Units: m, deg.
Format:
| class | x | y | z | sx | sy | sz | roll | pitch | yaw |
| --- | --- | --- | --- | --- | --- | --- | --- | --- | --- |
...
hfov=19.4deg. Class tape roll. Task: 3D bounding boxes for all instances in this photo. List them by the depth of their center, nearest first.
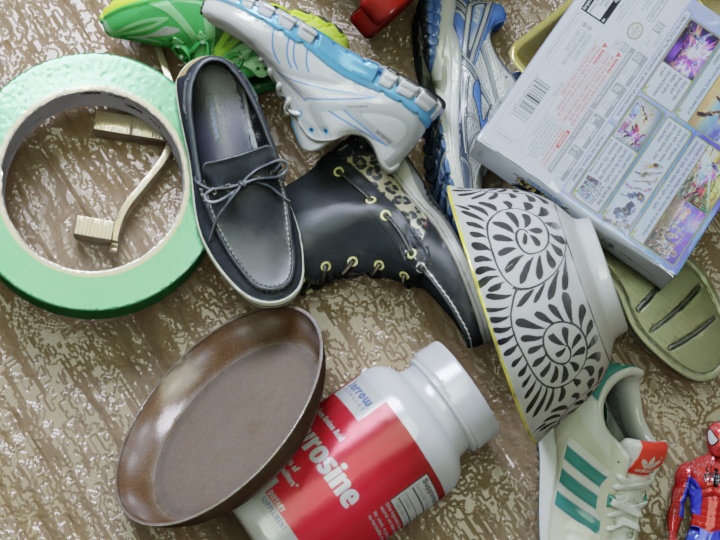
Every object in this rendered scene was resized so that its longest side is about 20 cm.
| class | x | y | z | sx | sy | sz | roll | pitch | yaw |
| --- | --- | --- | --- | --- | --- | --- | --- | --- | --- |
| tape roll | -0.206 | -0.064 | 1.619 | 0.199 | 0.048 | 0.202 | 1 | 81 | -6 |

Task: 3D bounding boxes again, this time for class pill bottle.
| class | x | y | z | sx | sy | sz | roll | pitch | yaw |
| --- | --- | --- | --- | --- | --- | --- | --- | --- | --- |
| pill bottle | 0.001 | 0.145 | 1.579 | 0.200 | 0.112 | 0.113 | -36 | 82 | -8 |

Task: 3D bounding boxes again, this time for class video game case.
| class | x | y | z | sx | sy | sz | roll | pitch | yaw |
| --- | --- | --- | --- | --- | --- | --- | --- | --- | --- |
| video game case | 0.211 | -0.118 | 1.604 | 0.181 | 0.045 | 0.200 | 35 | 73 | 5 |

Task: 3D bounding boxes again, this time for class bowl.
| class | x | y | z | sx | sy | sz | roll | pitch | yaw |
| --- | --- | --- | --- | --- | --- | --- | --- | --- | --- |
| bowl | 0.138 | 0.018 | 1.542 | 0.094 | 0.201 | 0.202 | -18 | 80 | 5 |

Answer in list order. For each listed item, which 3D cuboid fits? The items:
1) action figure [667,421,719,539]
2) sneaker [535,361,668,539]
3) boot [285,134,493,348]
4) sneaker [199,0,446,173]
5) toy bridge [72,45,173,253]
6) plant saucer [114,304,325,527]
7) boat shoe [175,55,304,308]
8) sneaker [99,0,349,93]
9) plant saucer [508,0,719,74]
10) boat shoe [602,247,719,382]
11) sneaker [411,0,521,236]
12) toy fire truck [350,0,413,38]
| class | x | y | z | sx | sy | sz | roll | pitch | yaw |
| --- | --- | --- | --- | --- | --- | --- | --- | --- | --- |
| action figure | 0.264 | 0.215 | 1.606 | 0.065 | 0.052 | 0.201 | 7 | 77 | 4 |
| sneaker | 0.186 | 0.164 | 1.580 | 0.070 | 0.093 | 0.201 | 8 | 73 | -40 |
| boot | 0.000 | 0.000 | 1.627 | 0.153 | 0.074 | 0.204 | -29 | 72 | -5 |
| sneaker | -0.040 | -0.139 | 1.590 | 0.199 | 0.075 | 0.087 | 30 | 96 | -1 |
| toy bridge | -0.178 | -0.111 | 1.668 | 0.067 | 0.027 | 0.201 | 9 | 79 | -1 |
| plant saucer | -0.098 | 0.113 | 1.563 | 0.200 | 0.200 | 0.032 | -50 | 119 | -9 |
| boat shoe | -0.092 | -0.069 | 1.577 | 0.074 | 0.062 | 0.201 | -15 | 84 | -11 |
| sneaker | -0.106 | -0.173 | 1.645 | 0.199 | 0.074 | 0.084 | 11 | 81 | -12 |
| plant saucer | 0.246 | -0.149 | 1.666 | 0.200 | 0.048 | 0.200 | -39 | 82 | -16 |
| boat shoe | 0.210 | 0.005 | 1.632 | 0.075 | 0.068 | 0.200 | -39 | 84 | -10 |
| sneaker | 0.093 | -0.124 | 1.654 | 0.085 | 0.077 | 0.202 | -3 | 81 | -9 |
| toy fire truck | 0.035 | -0.279 | 1.620 | 0.168 | 0.200 | 0.112 | -43 | 94 | -4 |
